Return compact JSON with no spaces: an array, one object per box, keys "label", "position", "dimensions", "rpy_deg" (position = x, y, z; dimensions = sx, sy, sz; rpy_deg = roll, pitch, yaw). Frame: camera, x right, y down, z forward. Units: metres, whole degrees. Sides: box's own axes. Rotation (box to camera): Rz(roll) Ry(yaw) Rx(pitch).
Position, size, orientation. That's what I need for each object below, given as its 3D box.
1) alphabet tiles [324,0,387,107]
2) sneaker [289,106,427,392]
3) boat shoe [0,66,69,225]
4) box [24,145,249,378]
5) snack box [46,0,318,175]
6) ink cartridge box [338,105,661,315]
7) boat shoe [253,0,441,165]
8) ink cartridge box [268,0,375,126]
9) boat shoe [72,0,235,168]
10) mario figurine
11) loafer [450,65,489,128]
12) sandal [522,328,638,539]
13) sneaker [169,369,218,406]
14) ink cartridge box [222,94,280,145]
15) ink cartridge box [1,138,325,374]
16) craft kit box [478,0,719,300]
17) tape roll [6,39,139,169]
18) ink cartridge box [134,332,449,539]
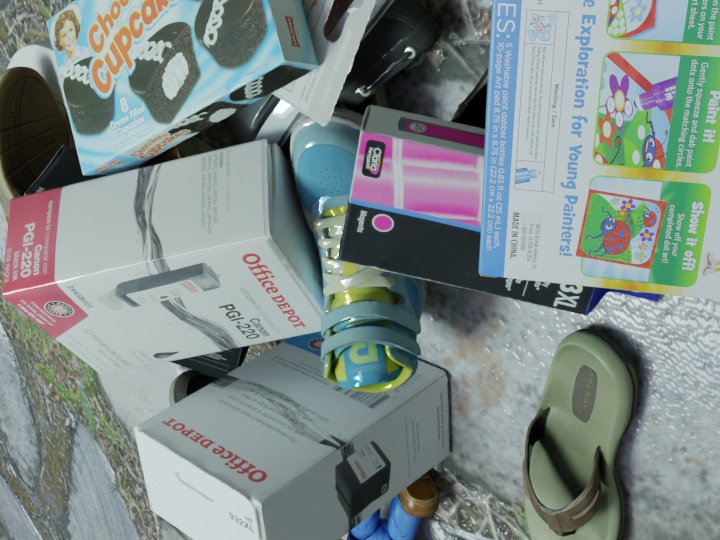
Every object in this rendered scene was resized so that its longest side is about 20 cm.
[{"label":"alphabet tiles","position":[-0.058,-0.153,0.805],"dimensions":[0.199,0.015,0.197],"rpy_deg":[10,119,45]},{"label":"sneaker","position":[0.000,0.000,0.706],"dimensions":[0.079,0.131,0.201],"rpy_deg":[-10,131,16]},{"label":"boat shoe","position":[-0.304,-0.092,0.960],"dimensions":[0.065,0.072,0.201],"rpy_deg":[26,135,34]},{"label":"box","position":[-0.180,-0.004,0.909],"dimensions":[0.199,0.079,0.142],"rpy_deg":[19,135,0]},{"label":"snack box","position":[-0.123,-0.150,0.696],"dimensions":[0.199,0.037,0.117],"rpy_deg":[-21,81,36]},{"label":"ink cartridge box","position":[0.091,-0.029,0.615],"dimensions":[0.199,0.037,0.095],"rpy_deg":[11,129,0]},{"label":"boat shoe","position":[-0.018,-0.114,0.719],"dimensions":[0.057,0.069,0.200],"rpy_deg":[40,136,-4]},{"label":"ink cartridge box","position":[-0.049,-0.205,0.688],"dimensions":[0.200,0.050,0.162],"rpy_deg":[35,113,30]},{"label":"boat shoe","position":[-0.156,-0.147,0.794],"dimensions":[0.073,0.062,0.201],"rpy_deg":[-31,81,50]},{"label":"mario figurine","position":[0.018,0.262,0.899],"dimensions":[0.123,0.106,0.201],"rpy_deg":[27,128,33]},{"label":"loafer","position":[0.075,-0.074,0.660],"dimensions":[0.075,0.070,0.200],"rpy_deg":[44,138,20]},{"label":"sandal","position":[0.138,0.132,0.723],"dimensions":[0.080,0.057,0.202],"rpy_deg":[24,128,37]},{"label":"sneaker","position":[-0.089,0.158,0.988],"dimensions":[0.200,0.075,0.106],"rpy_deg":[49,136,1]},{"label":"ink cartridge box","position":[-0.114,-0.180,0.800],"dimensions":[0.162,0.050,0.200],"rpy_deg":[47,142,17]},{"label":"ink cartridge box","position":[-0.130,-0.004,0.761],"dimensions":[0.146,0.199,0.085],"rpy_deg":[58,-158,-57]},{"label":"craft kit box","position":[0.160,-0.082,0.512],"dimensions":[0.196,0.049,0.201],"rpy_deg":[8,121,14]},{"label":"tape roll","position":[-0.250,-0.119,0.993],"dimensions":[0.202,0.071,0.203],"rpy_deg":[26,129,36]},{"label":"ink cartridge box","position":[-0.048,0.132,0.815],"dimensions":[0.145,0.200,0.084],"rpy_deg":[20,126,39]}]
